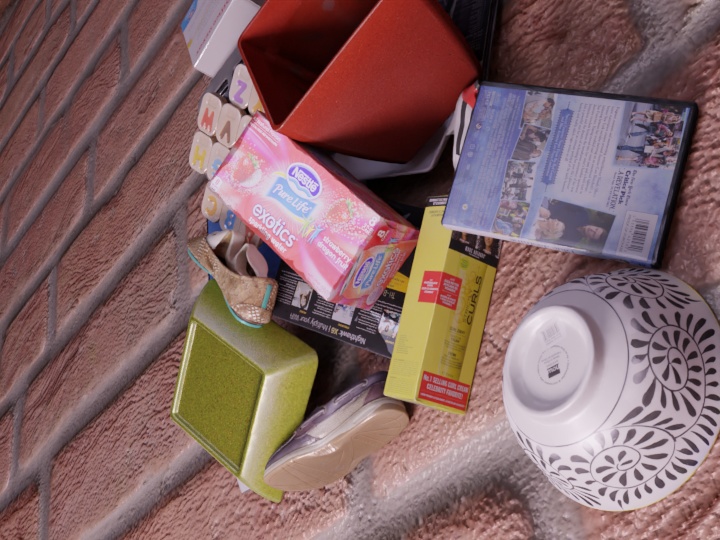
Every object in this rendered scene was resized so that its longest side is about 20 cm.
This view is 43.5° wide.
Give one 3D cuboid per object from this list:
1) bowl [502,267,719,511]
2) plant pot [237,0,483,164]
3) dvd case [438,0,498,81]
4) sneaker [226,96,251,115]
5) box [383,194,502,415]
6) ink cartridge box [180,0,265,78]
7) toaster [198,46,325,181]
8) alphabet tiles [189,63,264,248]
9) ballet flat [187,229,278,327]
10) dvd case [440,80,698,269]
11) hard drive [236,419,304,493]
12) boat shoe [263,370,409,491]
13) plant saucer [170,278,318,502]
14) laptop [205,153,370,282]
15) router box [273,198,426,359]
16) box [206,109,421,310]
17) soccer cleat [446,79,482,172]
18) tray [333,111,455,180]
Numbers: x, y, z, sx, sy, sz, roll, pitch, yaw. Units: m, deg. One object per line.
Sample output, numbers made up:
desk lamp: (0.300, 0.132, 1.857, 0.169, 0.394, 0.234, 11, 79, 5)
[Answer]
bowl: (0.177, 0.082, 0.716, 0.200, 0.094, 0.203, -26, 54, 43)
plant pot: (0.011, -0.231, 0.962, 0.200, 0.175, 0.201, -47, 40, 20)
dvd case: (0.099, -0.285, 1.047, 0.148, 0.016, 0.202, -13, 59, 46)
sneaker: (-0.118, -0.122, 1.122, 0.076, 0.070, 0.201, -46, 66, 42)
box: (0.084, 0.033, 0.881, 0.050, 0.075, 0.203, 2, 75, 53)
ink cartridge box: (-0.178, -0.358, 1.361, 0.129, 0.124, 0.201, -53, 34, 22)
toaster: (-0.127, -0.219, 1.244, 0.181, 0.118, 0.202, -41, 44, 33)
alphabet tiles: (-0.137, -0.135, 1.073, 0.199, 0.014, 0.198, 34, 115, 36)
ballet flat: (-0.143, -0.008, 1.046, 0.200, 0.070, 0.066, 43, 110, 47)
dvd case: (0.179, -0.089, 0.789, 0.198, 0.018, 0.144, 13, 81, 29)
hard drive: (-0.132, 0.150, 1.089, 0.131, 0.026, 0.202, -34, 71, 39)
boat shoe: (-0.029, 0.175, 0.970, 0.199, 0.072, 0.065, -39, 40, 31)
plant saucer: (-0.152, 0.141, 1.049, 0.199, 0.048, 0.202, 31, 115, 35)
laptop: (-0.090, -0.065, 1.123, 0.200, 0.115, 0.189, -38, 47, 37)
router box: (0.000, 0.000, 0.985, 0.198, 0.052, 0.159, 17, 87, 39)
box: (-0.048, -0.062, 0.926, 0.200, 0.094, 0.103, 43, 102, 26)
soccer cleat: (0.131, -0.101, 0.895, 0.085, 0.068, 0.202, -56, 36, 42)
tray: (0.039, -0.146, 1.053, 0.199, 0.022, 0.108, 0, 59, 52)
